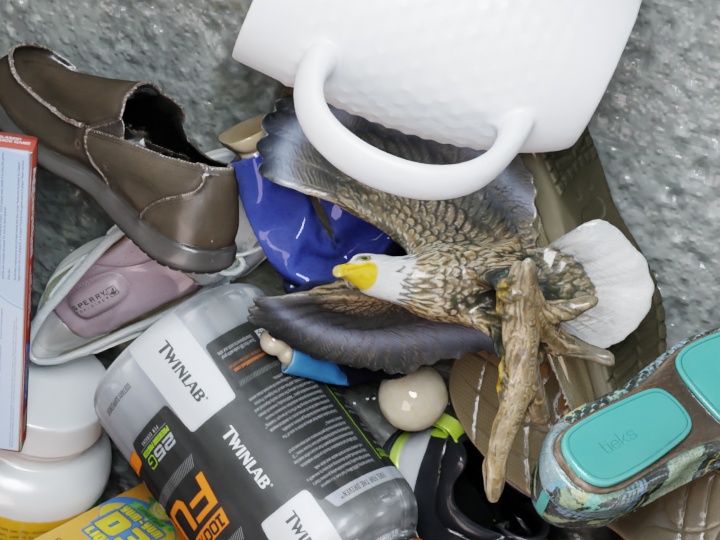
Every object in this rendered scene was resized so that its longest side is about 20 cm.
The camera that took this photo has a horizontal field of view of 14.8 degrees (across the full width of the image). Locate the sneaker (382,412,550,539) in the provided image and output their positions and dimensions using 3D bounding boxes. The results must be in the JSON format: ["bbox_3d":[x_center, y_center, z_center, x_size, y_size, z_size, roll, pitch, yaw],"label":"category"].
[{"bbox_3d":[0.080,0.172,1.612,0.083,0.072,0.201,-13,117,46],"label":"sneaker"}]

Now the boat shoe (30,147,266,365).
[{"bbox_3d":[-0.116,-0.004,1.595,0.201,0.065,0.075,-28,109,35],"label":"boat shoe"}]

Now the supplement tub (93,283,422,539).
[{"bbox_3d":[-0.051,0.117,1.569,0.200,0.122,0.123,52,131,16],"label":"supplement tub"}]

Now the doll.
[{"bbox_3d":[0.000,0.000,1.532,0.136,0.048,0.201,-26,106,-6],"label":"doll"}]

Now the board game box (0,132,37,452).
[{"bbox_3d":[-0.236,0.009,1.557,0.102,0.019,0.201,7,121,1],"label":"board game box"}]

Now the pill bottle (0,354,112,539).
[{"bbox_3d":[-0.216,0.136,1.707,0.112,0.113,0.201,27,129,6],"label":"pill bottle"}]

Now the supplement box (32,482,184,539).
[{"bbox_3d":[-0.157,0.187,1.656,0.066,0.199,0.069,34,135,36],"label":"supplement box"}]

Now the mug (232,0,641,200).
[{"bbox_3d":[0.036,-0.118,1.362,0.174,0.201,0.148,24,143,-3],"label":"mug"}]

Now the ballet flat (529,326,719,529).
[{"bbox_3d":[0.165,0.082,1.459,0.074,0.199,0.075,31,130,46],"label":"ballet flat"}]

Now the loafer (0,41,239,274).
[{"bbox_3d":[-0.128,-0.077,1.525,0.200,0.073,0.072,38,116,30],"label":"loafer"}]

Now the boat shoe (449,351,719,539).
[{"bbox_3d":[0.137,0.106,1.547,0.199,0.067,0.072,33,97,21],"label":"boat shoe"}]

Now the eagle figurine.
[{"bbox_3d":[0.034,-0.001,1.429,0.151,0.152,0.200,45,173,-39],"label":"eagle figurine"}]

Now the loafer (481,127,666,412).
[{"bbox_3d":[0.107,-0.005,1.487,0.067,0.076,0.201,-9,103,40],"label":"loafer"}]
